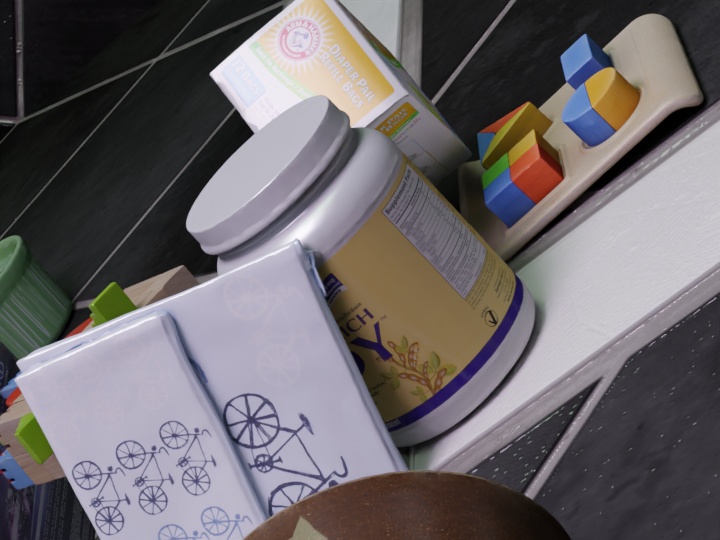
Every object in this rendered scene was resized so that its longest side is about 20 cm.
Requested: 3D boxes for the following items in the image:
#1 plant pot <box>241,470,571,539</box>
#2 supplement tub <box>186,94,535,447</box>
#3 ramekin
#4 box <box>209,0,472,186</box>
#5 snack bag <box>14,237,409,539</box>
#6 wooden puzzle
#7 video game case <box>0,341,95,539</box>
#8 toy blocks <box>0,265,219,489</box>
[{"bbox_3d":[0.033,0.217,0.817,0.187,0.187,0.200,-40,33,12],"label":"plant pot"},{"bbox_3d":[0.000,0.000,1.280,0.145,0.200,0.145,-39,19,16],"label":"supplement tub"},{"bbox_3d":[-0.408,0.066,2.166,0.200,0.098,0.200,-38,19,16],"label":"ramekin"},{"bbox_3d":[-0.010,-0.112,1.434,0.101,0.113,0.200,-39,-16,7],"label":"box"},{"bbox_3d":[-0.084,0.101,1.216,0.200,0.189,0.021,-23,12,7],"label":"snack bag"},{"bbox_3d":[0.147,-0.106,1.447,0.200,0.046,0.185,-38,19,17],"label":"wooden puzzle"},{"bbox_3d":[-0.233,0.153,1.412,0.019,0.200,0.143,-6,61,16],"label":"video game case"},{"bbox_3d":[-0.183,0.076,1.331,0.137,0.100,0.200,-21,22,49],"label":"toy blocks"}]
